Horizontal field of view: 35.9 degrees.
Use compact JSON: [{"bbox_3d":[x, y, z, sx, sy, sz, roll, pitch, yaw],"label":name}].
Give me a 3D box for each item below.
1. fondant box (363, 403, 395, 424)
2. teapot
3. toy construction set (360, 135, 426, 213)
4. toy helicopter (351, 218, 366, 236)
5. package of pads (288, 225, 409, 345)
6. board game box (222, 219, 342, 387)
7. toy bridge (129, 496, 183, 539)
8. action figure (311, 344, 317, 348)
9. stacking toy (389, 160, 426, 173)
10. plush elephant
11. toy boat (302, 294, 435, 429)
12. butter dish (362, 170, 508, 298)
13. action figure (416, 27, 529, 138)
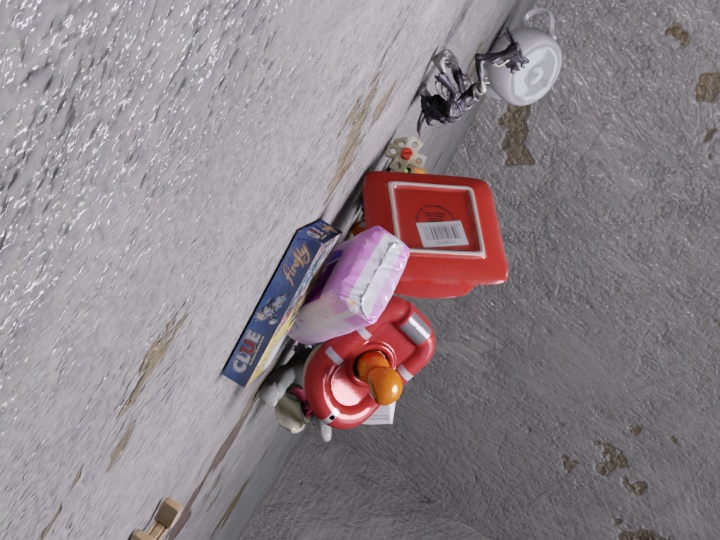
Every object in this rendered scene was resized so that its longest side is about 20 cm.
[{"bbox_3d":[0.020,0.106,1.658,0.145,0.058,0.201,-76,164,-61],"label":"fondant box"},{"bbox_3d":[0.374,-0.503,2.644,0.199,0.146,0.198,-23,137,-23],"label":"teapot"},{"bbox_3d":[0.063,-0.127,1.752,0.131,0.092,0.200,-35,163,-9],"label":"toy construction set"},{"bbox_3d":[0.000,0.000,1.787,0.200,0.079,0.132,-39,-150,-26],"label":"toy helicopter"},{"bbox_3d":[-0.024,0.025,1.464,0.121,0.076,0.200,-58,-164,-26],"label":"package of pads"},{"bbox_3d":[-0.094,0.037,1.369,0.201,0.034,0.135,-61,176,11],"label":"board game box"},{"bbox_3d":[-0.277,0.349,1.354,0.068,0.027,0.200,-60,176,19],"label":"toy bridge"},{"bbox_3d":[-0.058,0.102,1.648,0.194,0.104,0.202,49,42,-62],"label":"action figure"},{"bbox_3d":[0.123,-0.099,1.922,0.147,0.199,0.146,-60,176,-7],"label":"stacking toy"},{"bbox_3d":[-0.076,0.220,1.910,0.163,0.156,0.200,-17,-163,2],"label":"plush elephant"},{"bbox_3d":[0.018,0.138,1.508,0.200,0.130,0.131,-43,-151,6],"label":"toy boat"},{"bbox_3d":[0.094,-0.030,1.616,0.148,0.198,0.201,108,-19,-50],"label":"butter dish"},{"bbox_3d":[0.150,-0.291,1.678,0.199,0.102,0.119,-34,-171,9],"label":"action figure"}]
